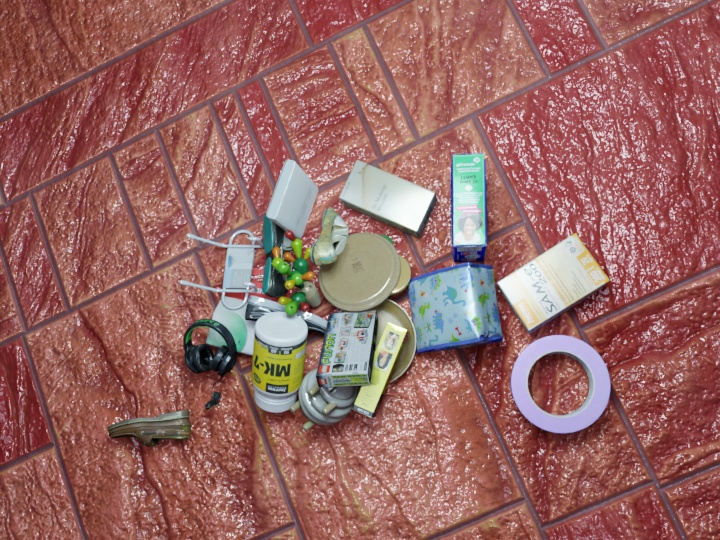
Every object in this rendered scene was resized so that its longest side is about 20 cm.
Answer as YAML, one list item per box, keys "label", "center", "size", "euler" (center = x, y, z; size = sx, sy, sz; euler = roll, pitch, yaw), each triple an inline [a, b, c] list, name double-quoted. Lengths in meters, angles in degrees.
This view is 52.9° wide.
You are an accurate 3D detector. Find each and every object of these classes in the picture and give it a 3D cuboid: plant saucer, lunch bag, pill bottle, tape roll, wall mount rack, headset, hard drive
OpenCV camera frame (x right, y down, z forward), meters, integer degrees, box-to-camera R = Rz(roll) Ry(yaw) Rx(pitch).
- label: "plant saucer"
  center: [0.028, 0.159, 1.623]
  size: [0.199, 0.035, 0.201]
  euler: [-2, 81, 11]
- label: "lunch bag"
  center: [0.193, 0.085, 1.562]
  size: [0.199, 0.127, 0.171]
  euler: [-15, 76, 38]
- label: "pill bottle"
  center: [-0.178, 0.202, 1.575]
  size: [0.114, 0.114, 0.201]
  euler: [15, 120, 13]
- label: "tape roll"
  center: [0.417, 0.238, 1.520]
  size: [0.199, 0.066, 0.201]
  euler: [-2, 79, 10]
- label: "wall mount rack"
  center: [-0.319, -0.015, 1.683]
  size: [0.173, 0.075, 0.201]
  euler: [1, 69, 7]
- label: "headset"
  center: [-0.341, 0.210, 1.633]
  size: [0.123, 0.094, 0.201]
  euler: [4, 115, 18]
- label: "hard drive"
  center: [-0.149, -0.155, 1.626]
  size: [0.026, 0.200, 0.132]
  euler: [17, 84, 14]

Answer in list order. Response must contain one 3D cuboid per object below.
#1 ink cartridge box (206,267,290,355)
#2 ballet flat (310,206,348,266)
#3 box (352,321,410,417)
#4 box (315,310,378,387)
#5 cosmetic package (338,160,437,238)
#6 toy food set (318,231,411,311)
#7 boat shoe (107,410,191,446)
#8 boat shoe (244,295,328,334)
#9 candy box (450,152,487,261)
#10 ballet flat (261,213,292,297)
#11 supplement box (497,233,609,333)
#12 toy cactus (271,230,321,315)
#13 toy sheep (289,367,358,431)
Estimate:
- label: "ink cartridge box"
  center: [-0.256, 0.093, 1.684]
  size: [0.160, 0.050, 0.201]
  euler: [12, 85, 12]
- label: "ballet flat"
  center: [-0.060, -0.078, 1.620]
  size: [0.070, 0.200, 0.071]
  euler: [5, 126, 8]
- label: "box"
  center: [0.045, 0.213, 1.556]
  size: [0.050, 0.075, 0.201]
  euler: [21, 84, 11]
- label: "box"
  center: [-0.025, 0.162, 1.530]
  size: [0.109, 0.035, 0.200]
  euler: [-4, 35, 11]
- label: "cosmetic package"
  center: [0.064, -0.163, 1.653]
  size: [0.199, 0.073, 0.104]
  euler: [24, 86, 13]
- label: "toy food set"
  center: [0.000, 0.000, 1.631]
  size: [0.200, 0.049, 0.198]
  euler: [-36, 61, -1]
- label: "boat shoe"
  center: [-0.489, 0.372, 1.667]
  size: [0.199, 0.072, 0.068]
  euler: [-12, 77, 9]
- label: "boat shoe"
  center: [-0.165, 0.116, 1.624]
  size: [0.199, 0.070, 0.067]
  euler: [20, 78, -15]
- label: "candy box"
  center: [0.233, -0.132, 1.565]
  size: [0.077, 0.169, 0.201]
  euler: [-2, 80, 7]
- label: "ballet flat"
  center: [-0.193, -0.035, 1.683]
  size: [0.068, 0.068, 0.201]
  euler: [7, 78, -29]
- label: "supplement box"
  center: [0.410, 0.029, 1.552]
  size: [0.200, 0.074, 0.126]
  euler: [-33, 75, 4]
- label: "toy cactus"
  center: [-0.128, 0.022, 1.606]
  size: [0.102, 0.165, 0.201]
  euler: [-22, 50, 13]
- label: "toy sheep"
  center: [-0.071, 0.268, 1.562]
  size: [0.200, 0.138, 0.138]
  euler: [-40, 71, 44]
